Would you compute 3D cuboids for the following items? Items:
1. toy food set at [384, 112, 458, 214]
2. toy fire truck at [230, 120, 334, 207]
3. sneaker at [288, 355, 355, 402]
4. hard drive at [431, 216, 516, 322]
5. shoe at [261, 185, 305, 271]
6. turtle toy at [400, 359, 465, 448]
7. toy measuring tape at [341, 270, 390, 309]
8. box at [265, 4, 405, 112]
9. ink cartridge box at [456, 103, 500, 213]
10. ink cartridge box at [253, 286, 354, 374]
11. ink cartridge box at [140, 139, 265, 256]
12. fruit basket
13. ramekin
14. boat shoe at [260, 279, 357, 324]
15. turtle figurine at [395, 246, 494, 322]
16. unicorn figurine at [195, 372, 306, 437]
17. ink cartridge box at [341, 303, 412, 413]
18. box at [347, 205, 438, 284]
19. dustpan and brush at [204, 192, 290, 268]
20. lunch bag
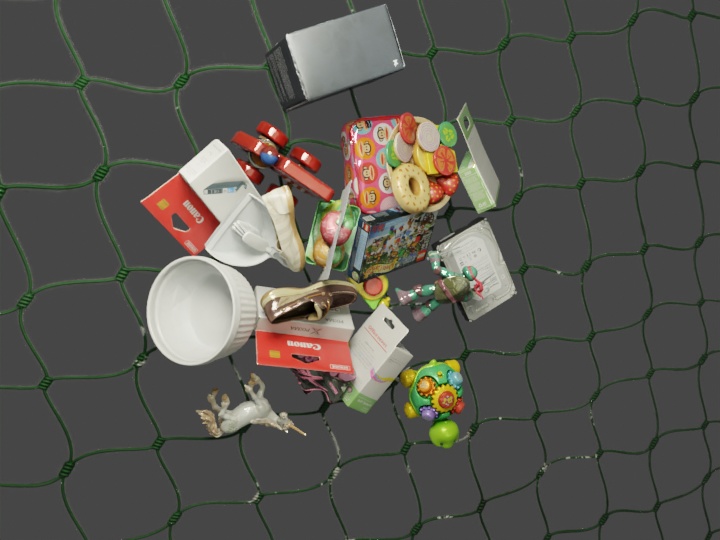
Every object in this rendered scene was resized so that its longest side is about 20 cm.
[{"bbox_3d":[0.126,-0.216,1.344,0.199,0.049,0.199,-11,92,-38],"label":"toy food set"},{"bbox_3d":[-0.150,-0.199,1.272,0.200,0.168,0.112,35,86,-21],"label":"toy fire truck"},{"bbox_3d":[-0.112,0.204,1.370,0.199,0.079,0.096,25,101,14],"label":"sneaker"},{"bbox_3d":[0.260,-0.002,1.519,0.139,0.038,0.201,-29,108,-12],"label":"hard drive"},{"bbox_3d":[-0.148,-0.073,1.281,0.053,0.070,0.201,-21,134,-16],"label":"shoe"},{"bbox_3d":[0.176,0.297,1.502,0.145,0.101,0.201,-11,102,-17],"label":"turtle toy"},{"bbox_3d":[0.000,0.000,1.416,0.074,0.074,0.200,-41,99,-9],"label":"toy measuring tape"},{"bbox_3d":[-0.053,-0.394,1.260,0.199,0.196,0.125,-23,106,-15],"label":"box"},{"bbox_3d":[0.235,-0.238,1.417,0.048,0.146,0.201,-22,108,25],"label":"ink cartridge box"},{"bbox_3d":[-0.111,0.116,1.330,0.199,0.177,0.045,9,127,-20],"label":"ink cartridge box"},{"bbox_3d":[-0.280,-0.119,1.246,0.176,0.045,0.200,-42,148,-8],"label":"ink cartridge box"},{"bbox_3d":[-0.044,-0.069,1.290,0.093,0.200,0.186,14,86,-13],"label":"fruit basket"},{"bbox_3d":[-0.290,0.076,1.260,0.199,0.105,0.201,-2,85,23],"label":"ramekin"},{"bbox_3d":[-0.090,0.070,1.293,0.199,0.072,0.072,-4,137,-29],"label":"boat shoe"},{"bbox_3d":[0.184,0.029,1.440,0.199,0.101,0.150,-31,106,14],"label":"turtle figurine"},{"bbox_3d":[-0.227,0.289,1.384,0.199,0.074,0.138,-14,113,-2],"label":"unicorn figurine"},{"bbox_3d":[0.028,0.182,1.400,0.200,0.117,0.067,-51,133,7],"label":"ink cartridge box"},{"bbox_3d":[0.069,-0.062,1.373,0.199,0.038,0.137,-19,134,-39],"label":"box"},{"bbox_3d":[-0.194,-0.051,1.323,0.140,0.057,0.200,-51,148,3],"label":"dustpan and brush"},{"bbox_3d":[0.054,-0.218,1.392,0.175,0.082,0.201,-10,101,-22],"label":"lunch bag"}]
